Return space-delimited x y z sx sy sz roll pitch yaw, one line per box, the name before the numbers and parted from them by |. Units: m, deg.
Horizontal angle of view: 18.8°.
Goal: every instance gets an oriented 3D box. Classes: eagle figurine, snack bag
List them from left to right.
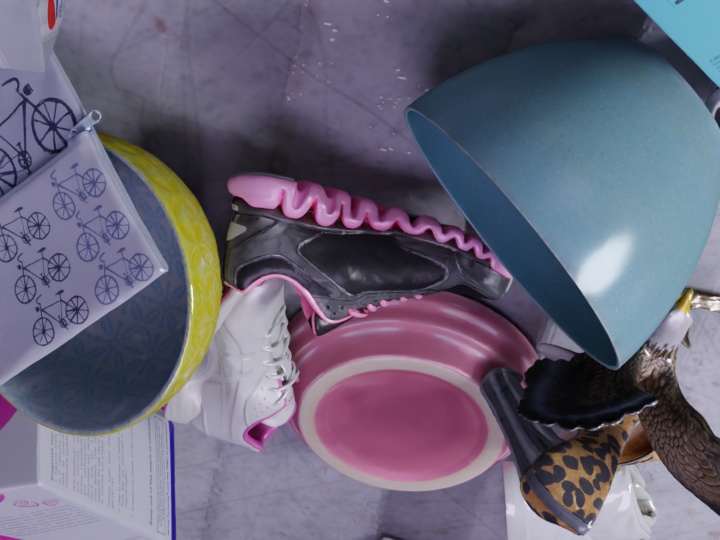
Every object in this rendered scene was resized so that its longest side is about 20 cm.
snack bag | -0.228 -0.044 1.389 0.188 0.021 0.201 -31 83 33
eagle figurine | 0.181 0.073 1.406 0.150 0.201 0.152 -4 137 13

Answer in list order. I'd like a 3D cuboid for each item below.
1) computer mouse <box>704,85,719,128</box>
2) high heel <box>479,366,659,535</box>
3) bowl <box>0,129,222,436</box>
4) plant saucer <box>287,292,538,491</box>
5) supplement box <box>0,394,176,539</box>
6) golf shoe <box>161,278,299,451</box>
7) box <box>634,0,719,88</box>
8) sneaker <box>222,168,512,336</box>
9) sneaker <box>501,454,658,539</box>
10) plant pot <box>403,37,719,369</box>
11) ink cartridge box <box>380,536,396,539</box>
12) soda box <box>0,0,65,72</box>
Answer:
computer mouse | 0.297 -0.126 1.291 0.199 0.044 0.110 -15 144 19
high heel | 0.182 0.140 1.499 0.199 0.143 0.072 12 124 -32
bowl | -0.161 0.000 1.433 0.199 0.107 0.202 7 104 31
plant saucer | 0.032 0.094 1.563 0.199 0.051 0.201 5 138 4
supplement box | -0.221 0.139 1.564 0.100 0.104 0.200 -11 158 20
golf shoe | -0.072 0.054 1.507 0.091 0.075 0.200 32 141 3
box | 0.173 -0.187 1.218 0.049 0.083 0.200 -29 126 32
sneaker | 0.000 0.000 1.415 0.198 0.096 0.079 15 179 -12
sneaker | 0.169 0.206 1.644 0.115 0.074 0.201 -6 145 3
plant pot | 0.139 -0.061 1.302 0.135 0.200 0.200 -40 128 -4
ink cartridge box | 0.092 0.316 1.696 0.199 0.177 0.045 19 137 -11
soda box | -0.282 -0.173 1.318 0.198 0.064 0.069 6 138 3
